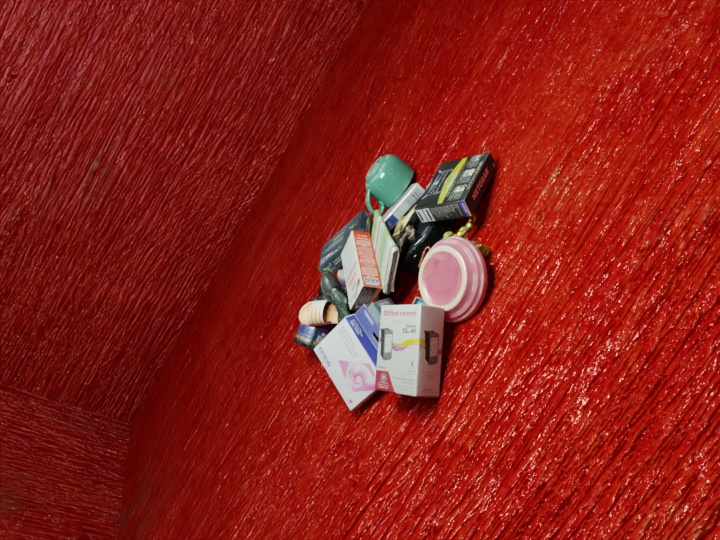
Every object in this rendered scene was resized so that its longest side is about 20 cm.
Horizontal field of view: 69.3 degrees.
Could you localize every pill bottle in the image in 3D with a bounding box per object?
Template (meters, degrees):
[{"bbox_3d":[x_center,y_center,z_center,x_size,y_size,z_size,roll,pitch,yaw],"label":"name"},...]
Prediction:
[{"bbox_3d":[-0.131,0.160,1.700,0.111,0.111,0.203,3,67,60],"label":"pill bottle"}]

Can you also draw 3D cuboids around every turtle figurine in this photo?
[{"bbox_3d":[0.242,-0.051,1.296,0.200,0.064,0.162,-48,37,7],"label":"turtle figurine"}]

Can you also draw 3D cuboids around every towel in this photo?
[{"bbox_3d":[0.064,-0.054,1.427,0.202,0.030,0.152,-109,23,-51],"label":"towel"}]

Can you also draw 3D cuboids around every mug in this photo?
[{"bbox_3d":[0.081,-0.291,1.697,0.152,0.114,0.187,-39,21,47],"label":"mug"}]

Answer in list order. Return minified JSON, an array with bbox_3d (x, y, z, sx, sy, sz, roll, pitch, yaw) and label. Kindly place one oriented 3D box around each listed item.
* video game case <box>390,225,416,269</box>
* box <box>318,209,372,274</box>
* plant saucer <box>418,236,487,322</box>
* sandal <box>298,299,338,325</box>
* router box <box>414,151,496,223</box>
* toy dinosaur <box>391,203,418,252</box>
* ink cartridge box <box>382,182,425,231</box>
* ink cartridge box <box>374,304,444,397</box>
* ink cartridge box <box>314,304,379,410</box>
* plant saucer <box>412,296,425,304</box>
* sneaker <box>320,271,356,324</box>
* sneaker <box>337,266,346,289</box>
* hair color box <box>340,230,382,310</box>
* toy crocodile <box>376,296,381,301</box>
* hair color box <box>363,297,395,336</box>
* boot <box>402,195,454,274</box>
[{"bbox_3d":[0.070,-0.038,1.568,0.179,0.025,0.202,-18,37,51],"label":"video game case"},{"bbox_3d":[-0.047,-0.087,1.659,0.199,0.051,0.159,-40,20,22],"label":"box"},{"bbox_3d":[0.206,0.021,1.230,0.199,0.050,0.206,-6,82,51],"label":"plant saucer"},{"bbox_3d":[-0.099,0.126,1.611,0.202,0.059,0.081,-2,73,14],"label":"sandal"},{"bbox_3d":[0.248,-0.215,1.355,0.155,0.053,0.201,-5,43,44],"label":"router box"},{"bbox_3d":[0.115,-0.118,1.417,0.201,0.057,0.102,-56,20,31],"label":"toy dinosaur"},{"bbox_3d":[0.113,-0.182,1.604,0.197,0.043,0.200,-49,3,7],"label":"ink cartridge box"},{"bbox_3d":[0.113,0.184,1.214,0.146,0.084,0.205,-6,78,51],"label":"ink cartridge box"},{"bbox_3d":[-0.009,0.230,1.372,0.200,0.043,0.198,-47,67,28],"label":"ink cartridge box"},{"bbox_3d":[0.128,0.172,1.302,0.203,0.069,0.019,-65,-14,-5],"label":"plant saucer"},{"bbox_3d":[-0.051,0.084,1.559,0.079,0.075,0.202,-45,68,45],"label":"sneaker"},{"bbox_3d":[-0.017,-0.014,1.708,0.201,0.072,0.115,-50,-22,-32],"label":"sneaker"},{"bbox_3d":[0.000,0.000,1.481,0.112,0.063,0.203,118,151,-46],"label":"hair color box"},{"bbox_3d":[0.012,0.080,1.589,0.068,0.062,0.199,-49,21,-16],"label":"toy crocodile"},{"bbox_3d":[0.011,0.164,1.452,0.200,0.098,0.061,-46,71,29],"label":"hair color box"},{"bbox_3d":[0.171,-0.106,1.458,0.202,0.075,0.169,-58,23,17],"label":"boot"}]
